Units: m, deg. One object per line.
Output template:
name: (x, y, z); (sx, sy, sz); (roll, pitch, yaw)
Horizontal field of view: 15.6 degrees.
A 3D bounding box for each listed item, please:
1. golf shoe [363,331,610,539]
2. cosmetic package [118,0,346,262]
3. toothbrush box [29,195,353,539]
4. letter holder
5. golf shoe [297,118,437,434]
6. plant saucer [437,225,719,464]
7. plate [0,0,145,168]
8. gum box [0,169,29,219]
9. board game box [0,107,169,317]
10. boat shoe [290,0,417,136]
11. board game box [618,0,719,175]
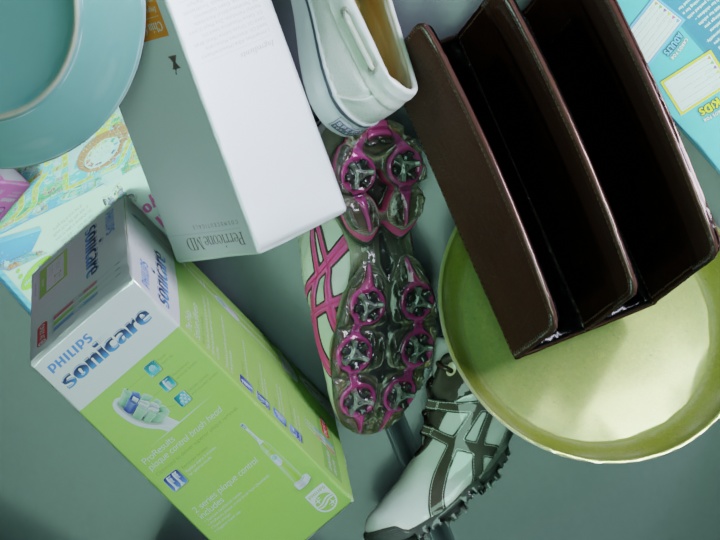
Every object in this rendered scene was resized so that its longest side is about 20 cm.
golf shoe: (0.063, 0.091, 1.655); (0.200, 0.078, 0.095); (-44, 93, -1)
cosmetic package: (-0.093, -0.111, 1.560); (0.071, 0.101, 0.201); (-26, 101, -32)
toothbrush box: (-0.104, 0.070, 1.598); (0.086, 0.146, 0.200); (-39, 111, 9)
letter holder: (0.113, -0.070, 1.541); (0.100, 0.142, 0.201); (-20, 81, -18)
golf shoe: (0.000, 0.000, 1.636); (0.072, 0.092, 0.201); (-4, 100, -26)
plant saucer: (0.142, 0.027, 1.615); (0.199, 0.031, 0.201); (4, 68, -9)
plate: (-0.220, -0.155, 1.520); (0.199, 0.026, 0.201); (5, 106, 18)
gum box: (-0.317, -0.079, 1.615); (0.200, 0.066, 0.114); (44, 100, 11)
board game box: (-0.161, -0.070, 1.649); (0.200, 0.034, 0.135); (-40, 97, 9)
boat shoe: (-0.008, -0.183, 1.567); (0.070, 0.071, 0.201); (-24, 67, 34)
board game box: (0.229, -0.161, 1.607); (0.151, 0.047, 0.200); (-41, 97, 9)
